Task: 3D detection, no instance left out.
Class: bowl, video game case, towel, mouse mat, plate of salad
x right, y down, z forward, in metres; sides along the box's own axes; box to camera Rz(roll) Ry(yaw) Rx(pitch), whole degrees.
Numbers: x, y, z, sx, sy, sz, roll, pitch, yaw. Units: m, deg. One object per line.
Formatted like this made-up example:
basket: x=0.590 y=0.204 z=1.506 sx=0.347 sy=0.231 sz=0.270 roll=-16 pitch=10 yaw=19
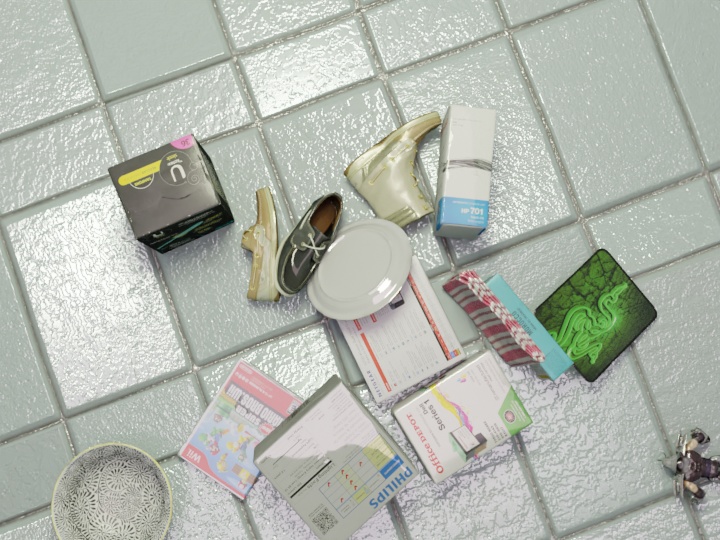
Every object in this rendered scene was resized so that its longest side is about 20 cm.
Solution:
bowl: x=-0.406 y=0.387 z=1.432 sx=0.198 sy=0.094 sz=0.204 roll=0 pitch=86 yaw=-2
video game case: x=-0.206 y=0.274 z=1.485 sx=0.142 sy=0.017 sz=0.201 roll=33 pitch=85 yaw=1
towel: x=0.220 y=0.087 z=1.446 sx=0.030 sy=0.146 sz=0.201 roll=-39 pitch=88 yaw=-12
mouse mat: x=0.416 y=0.076 z=1.498 sx=0.200 sy=0.008 sz=0.161 roll=-40 pitch=88 yaw=-18
plate of salad: x=0.000 y=0.000 z=1.458 sx=0.198 sy=0.048 sz=0.202 roll=-15 pitch=53 yaw=21

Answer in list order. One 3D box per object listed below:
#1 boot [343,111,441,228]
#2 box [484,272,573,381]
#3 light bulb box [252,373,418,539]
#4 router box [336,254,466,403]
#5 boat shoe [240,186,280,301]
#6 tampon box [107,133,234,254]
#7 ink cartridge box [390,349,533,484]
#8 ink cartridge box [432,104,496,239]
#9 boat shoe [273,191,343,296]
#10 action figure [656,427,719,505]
boot: x=0.090 y=-0.170 z=1.502 sx=0.199 sy=0.072 sz=0.156 roll=-35 pitch=86 yaw=3
box: x=0.278 y=0.099 z=1.480 sx=0.049 sy=0.082 sz=0.201 roll=-39 pitch=88 yaw=-6
light bulb box: x=-0.044 y=0.317 z=1.423 sx=0.198 sy=0.125 sz=0.201 roll=-41 pitch=94 yaw=-4
router box: x=0.062 y=0.101 z=1.490 sx=0.178 sy=0.049 sz=0.202 roll=-26 pitch=86 yaw=-3
boat shoe: x=-0.176 y=-0.046 z=1.484 sx=0.065 sy=0.074 sz=0.203 roll=-3 pitch=85 yaw=-7
tampon box: x=-0.309 y=-0.124 z=1.425 sx=0.148 sy=0.200 sz=0.128 roll=-23 pitch=86 yaw=-4
ink cartridge box: x=0.170 y=0.250 z=1.462 sx=0.199 sy=0.084 sz=0.146 roll=-32 pitch=87 yaw=-3
ink cartridge box: x=0.176 y=-0.165 z=1.466 sx=0.085 sy=0.146 sz=0.203 roll=7 pitch=85 yaw=0
boat shoe: x=-0.088 y=-0.048 z=1.459 sx=0.072 sy=0.067 sz=0.202 roll=35 pitch=65 yaw=-19
action figure: x=0.612 y=0.345 z=1.477 sx=0.197 sy=0.069 sz=0.132 roll=7 pitch=92 yaw=3
